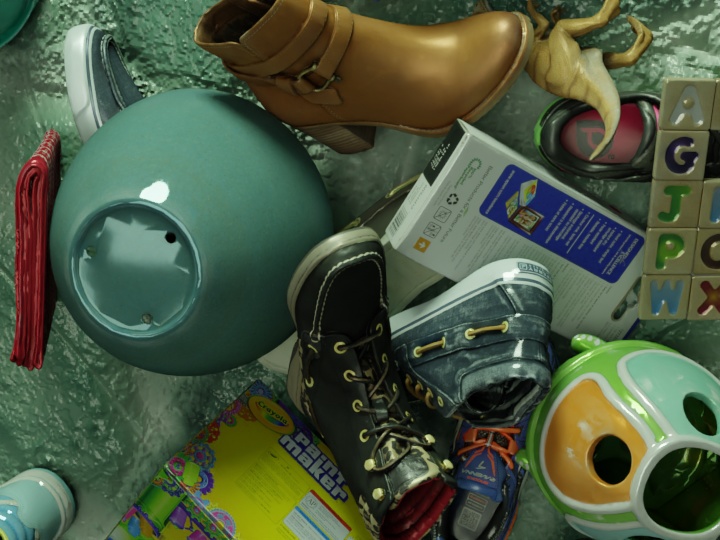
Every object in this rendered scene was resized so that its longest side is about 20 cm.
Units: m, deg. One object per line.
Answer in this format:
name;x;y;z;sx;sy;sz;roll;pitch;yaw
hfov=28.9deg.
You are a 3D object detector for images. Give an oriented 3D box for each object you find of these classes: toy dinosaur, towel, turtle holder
toy dinosaur;0.147;-0.135;0.932;0.106;0.200;0.060;-42;130;0
towel;-0.234;-0.022;1.017;0.022;0.200;0.147;3;101;-10
turtle holder;0.204;0.135;0.939;0.141;0.132;0.186;-46;110;-1

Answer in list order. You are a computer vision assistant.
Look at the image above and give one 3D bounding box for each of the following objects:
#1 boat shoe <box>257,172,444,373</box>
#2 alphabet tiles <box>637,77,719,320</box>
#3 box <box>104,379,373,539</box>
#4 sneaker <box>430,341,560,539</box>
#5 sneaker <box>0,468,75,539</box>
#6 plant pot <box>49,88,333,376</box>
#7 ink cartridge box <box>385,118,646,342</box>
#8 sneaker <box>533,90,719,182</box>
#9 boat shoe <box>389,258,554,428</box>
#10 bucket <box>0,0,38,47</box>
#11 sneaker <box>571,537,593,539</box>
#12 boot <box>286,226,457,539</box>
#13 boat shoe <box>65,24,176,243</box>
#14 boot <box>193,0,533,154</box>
boat shoe;0.002;0.002;1.023;0.201;0.061;0.072;-37;119;19
alphabet tiles;0.287;-0.044;0.917;0.197;0.008;0.169;0;114;-3
box;-0.078;0.227;1.020;0.200;0.122;0.193;45;131;4
sneaker;0.097;0.133;1.009;0.074;0.078;0.203;14;103;12
sneaker;-0.334;0.238;1.123;0.199;0.131;0.080;-37;90;19
plant pot;-0.128;-0.014;0.937;0.197;0.135;0.203;3;103;11
ink cartridge box;0.123;-0.018;0.970;0.198;0.037;0.095;27;108;-22
sneaker;0.213;-0.086;0.934;0.197;0.084;0.078;-4;100;16
boat shoe;0.058;0.073;0.963;0.070;0.092;0.200;21;144;-25
bucket;-0.334;-0.250;1.032;0.204;0.135;0.210;3;101;16
sneaker;0.145;0.254;0.997;0.086;0.081;0.200;41;150;-8
boot;0.008;0.082;0.921;0.151;0.072;0.201;59;153;31
boat shoe;-0.150;-0.092;1.041;0.090;0.071;0.203;-14;100;12
boot;0.000;-0.154;0.930;0.198;0.155;0.078;-11;58;40
